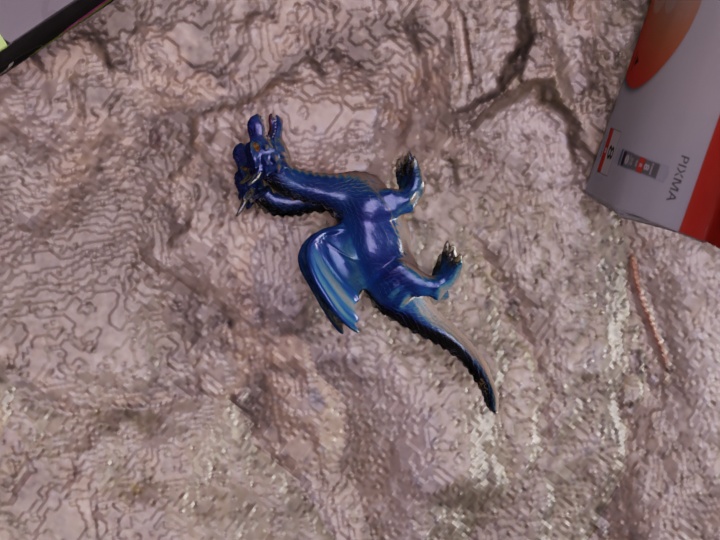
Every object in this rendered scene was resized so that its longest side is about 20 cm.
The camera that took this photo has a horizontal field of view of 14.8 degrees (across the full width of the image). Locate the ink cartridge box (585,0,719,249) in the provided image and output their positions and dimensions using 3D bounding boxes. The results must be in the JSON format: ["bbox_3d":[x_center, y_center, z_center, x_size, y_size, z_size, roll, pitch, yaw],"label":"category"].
[{"bbox_3d":[0.182,-0.098,1.467,0.050,0.200,0.163,18,95,-7],"label":"ink cartridge box"}]

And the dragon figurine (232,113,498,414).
[{"bbox_3d":[0.000,0.000,1.518,0.099,0.059,0.201,-24,91,-9],"label":"dragon figurine"}]

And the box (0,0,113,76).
[{"bbox_3d":[-0.229,-0.200,1.457,0.148,0.124,0.201,-35,92,-8],"label":"box"}]
